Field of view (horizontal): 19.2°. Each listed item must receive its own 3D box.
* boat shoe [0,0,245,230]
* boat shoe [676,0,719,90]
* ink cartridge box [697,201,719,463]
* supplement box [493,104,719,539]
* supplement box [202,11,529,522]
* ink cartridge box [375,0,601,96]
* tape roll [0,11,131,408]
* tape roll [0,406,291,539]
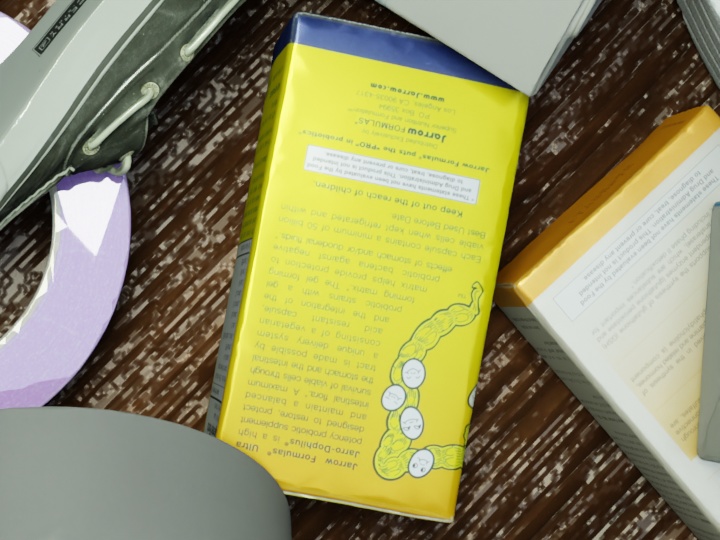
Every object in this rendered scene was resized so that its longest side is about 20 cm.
[{"bbox_3d":[-0.113,-0.070,0.885,0.064,0.071,0.200,38,97,-29],"label":"boat shoe"},{"bbox_3d":[0.180,-0.151,0.989,0.070,0.072,0.202,-23,90,-3],"label":"boat shoe"},{"bbox_3d":[0.253,0.034,0.925,0.198,0.068,0.116,5,87,-9],"label":"ink cartridge box"},{"bbox_3d":[0.171,0.041,0.983,0.126,0.074,0.200,-41,94,-7],"label":"supplement box"},{"bbox_3d":[0.000,0.000,0.945,0.108,0.109,0.202,11,88,-7],"label":"supplement box"},{"bbox_3d":[0.041,-0.206,0.894,0.199,0.147,0.147,32,129,3],"label":"ink cartridge box"},{"bbox_3d":[-0.201,-0.020,0.942,0.198,0.066,0.202,0,89,-6],"label":"tape roll"},{"bbox_3d":[-0.126,0.134,0.880,0.198,0.201,0.067,0,56,-7],"label":"tape roll"}]
